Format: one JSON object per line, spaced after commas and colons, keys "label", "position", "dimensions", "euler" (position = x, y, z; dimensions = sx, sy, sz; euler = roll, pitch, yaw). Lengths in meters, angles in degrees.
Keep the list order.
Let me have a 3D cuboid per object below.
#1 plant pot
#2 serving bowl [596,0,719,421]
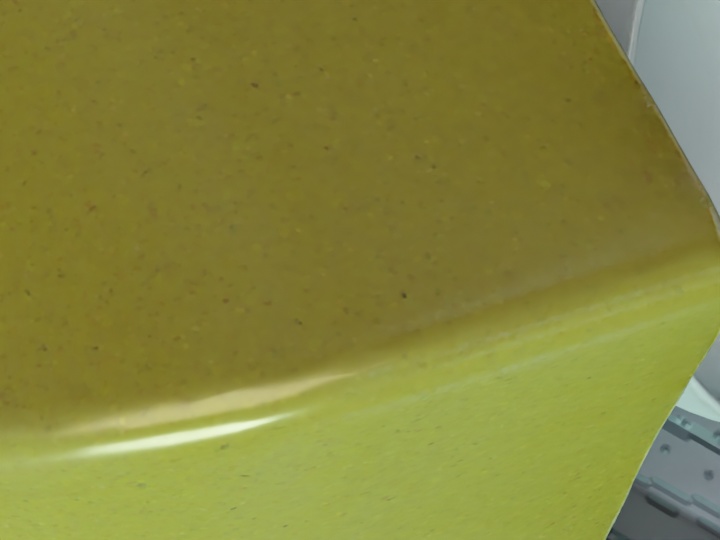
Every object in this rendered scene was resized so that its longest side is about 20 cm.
{"label": "plant pot", "position": [-0.046, -0.001, 0.783], "dimensions": [0.199, 0.196, 0.195], "euler": [-19, 66, -18]}
{"label": "serving bowl", "position": [0.112, -0.051, 0.914], "dimensions": [0.066, 0.200, 0.201], "euler": [4, 91, 37]}
